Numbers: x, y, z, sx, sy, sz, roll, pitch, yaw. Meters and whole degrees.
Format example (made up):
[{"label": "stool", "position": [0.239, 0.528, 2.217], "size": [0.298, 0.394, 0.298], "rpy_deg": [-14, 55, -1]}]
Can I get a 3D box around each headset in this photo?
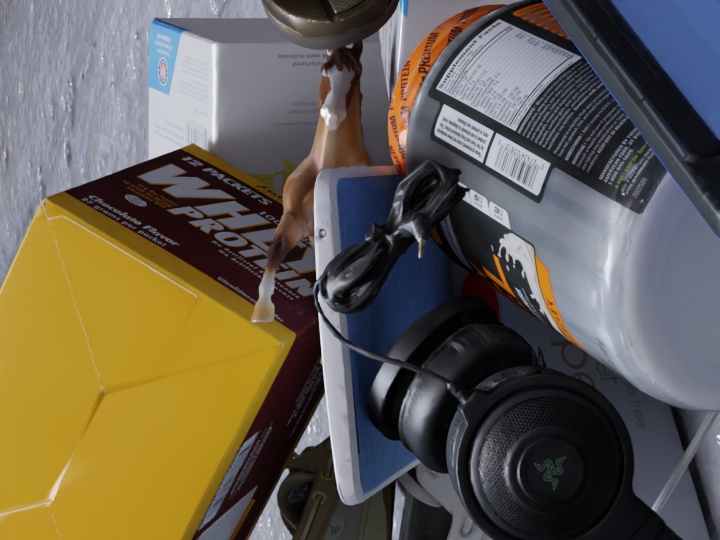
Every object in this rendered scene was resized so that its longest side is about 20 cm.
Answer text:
[{"label": "headset", "position": [0.058, 0.045, 0.771], "size": [0.094, 0.200, 0.123], "rpy_deg": [-51, 36, 0]}]

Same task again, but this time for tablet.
[{"label": "tablet", "position": [0.014, 0.020, 0.877], "size": [0.200, 0.014, 0.131], "rpy_deg": [-14, -81, -75]}]

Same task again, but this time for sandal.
[{"label": "sandal", "position": [-0.011, -0.144, 0.933], "size": [0.200, 0.081, 0.055], "rpy_deg": [-103, -5, -57]}]

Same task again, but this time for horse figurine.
[{"label": "horse figurine", "position": [0.000, 0.000, 0.954], "size": [0.200, 0.050, 0.133], "rpy_deg": [55, -142, -53]}]

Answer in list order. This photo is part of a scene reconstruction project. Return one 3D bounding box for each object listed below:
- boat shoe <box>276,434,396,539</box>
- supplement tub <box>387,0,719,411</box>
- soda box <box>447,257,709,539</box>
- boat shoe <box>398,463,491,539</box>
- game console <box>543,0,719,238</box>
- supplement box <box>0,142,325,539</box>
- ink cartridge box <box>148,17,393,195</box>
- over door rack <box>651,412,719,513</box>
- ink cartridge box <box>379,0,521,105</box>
[{"label": "boat shoe", "position": [-0.014, 0.126, 1.149], "size": [0.200, 0.066, 0.075], "rpy_deg": [-85, 0, -65]}, {"label": "supplement tub", "position": [0.097, -0.036, 0.802], "size": [0.200, 0.122, 0.123], "rpy_deg": [37, 127, 57]}, {"label": "soda box", "position": [0.093, 0.046, 0.945], "size": [0.064, 0.068, 0.201], "rpy_deg": [123, 139, -57]}, {"label": "boat shoe", "position": [0.051, 0.100, 1.059], "size": [0.072, 0.065, 0.201], "rpy_deg": [-124, 37, -51]}, {"label": "game console", "position": [0.158, -0.127, 0.680], "size": [0.200, 0.170, 0.119], "rpy_deg": [-118, 14, -46]}, {"label": "supplement box", "position": [-0.105, 0.063, 1.041], "size": [0.198, 0.132, 0.200], "rpy_deg": [-62, -9, 16]}, {"label": "ink cartridge box", "position": [-0.049, -0.042, 1.202], "size": [0.128, 0.124, 0.202], "rpy_deg": [-150, 59, -64]}, {"label": "over door rack", "position": [0.163, 0.124, 0.807], "size": [0.148, 0.066, 0.201], "rpy_deg": [47, 122, 57]}, {"label": "ink cartridge box", "position": [0.047, -0.144, 0.984], "size": [0.200, 0.067, 0.117], "rpy_deg": [-96, 10, -71]}]
